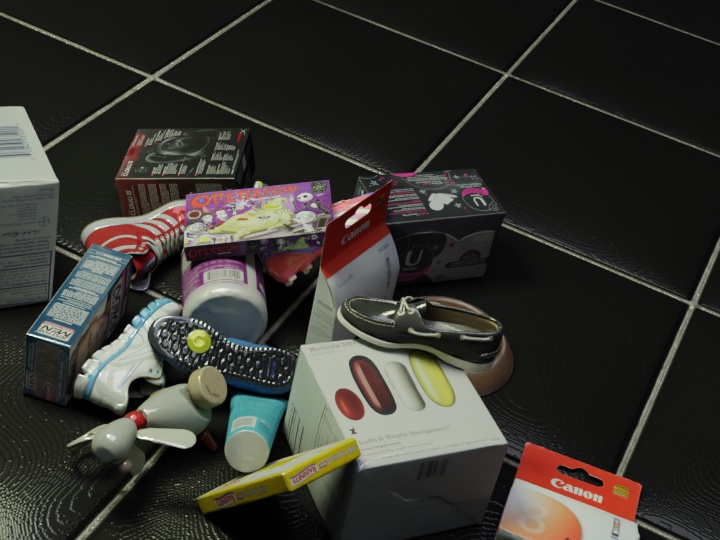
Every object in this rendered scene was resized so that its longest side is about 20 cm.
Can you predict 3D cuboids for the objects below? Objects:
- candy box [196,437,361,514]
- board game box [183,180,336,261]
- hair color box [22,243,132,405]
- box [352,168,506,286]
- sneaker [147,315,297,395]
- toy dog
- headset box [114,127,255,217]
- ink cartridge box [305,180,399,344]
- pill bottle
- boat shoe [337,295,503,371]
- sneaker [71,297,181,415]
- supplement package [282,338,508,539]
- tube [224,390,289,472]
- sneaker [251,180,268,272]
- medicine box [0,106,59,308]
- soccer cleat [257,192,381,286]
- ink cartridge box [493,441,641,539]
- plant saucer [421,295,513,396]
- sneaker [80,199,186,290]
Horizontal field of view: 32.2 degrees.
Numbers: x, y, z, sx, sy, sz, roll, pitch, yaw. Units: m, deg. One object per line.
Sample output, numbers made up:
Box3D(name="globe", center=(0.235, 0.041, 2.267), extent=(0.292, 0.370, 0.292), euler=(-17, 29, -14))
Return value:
Box3D(name="candy box", center=(-0.093, 0.228, 1.379), extent=(0.102, 0.200, 0.027), euler=(-24, 89, -38))
Box3D(name="board game box", center=(-0.135, -0.068, 1.668), extent=(0.199, 0.032, 0.120), euler=(-7, 35, -2))
Box3D(name="hair color box", center=(-0.354, 0.065, 1.572), extent=(0.060, 0.100, 0.200), euler=(17, 37, 4))
Box3D(name="box", center=(0.092, -0.060, 1.847), extent=(0.199, 0.133, 0.115), euler=(-5, 42, -24))
Box3D(name="sneaker", center=(-0.175, 0.114, 1.577), extent=(0.199, 0.078, 0.066), euler=(18, 71, -11))
Box3D(name="toy dog", center=(-0.228, 0.193, 1.452), extent=(0.200, 0.132, 0.097), euler=(-31, 93, -38))
Box3D(name="headset box", center=(-0.269, -0.146, 1.872), extent=(0.199, 0.078, 0.149), euler=(-1, 36, 6))
Box3D(name="ink cartridge box", center=(0.000, 0.000, 1.680), extent=(0.057, 0.201, 0.162), euler=(32, 40, 19))
Box3D(name="pill bottle", center=(-0.187, 0.009, 1.688), extent=(0.112, 0.113, 0.200), euler=(4, 37, -12))
Box3D(name="boat shoe", center=(0.072, 0.062, 1.488), extent=(0.199, 0.061, 0.074), euler=(19, 36, 4))
Box3D(name="sneaker", center=(-0.273, 0.114, 1.571), extent=(0.086, 0.075, 0.200), euler=(31, 44, 7))
Box3D(name="supplement package", center=(0.035, 0.196, 1.478), extent=(0.190, 0.148, 0.200), euler=(-6, 41, -24))
Box3D(name="tube", center=(-0.128, 0.181, 1.499), extent=(0.077, 0.051, 0.200), euler=(16, 13, -3))
Box3D(name="sneaker", center=(-0.131, -0.057, 1.842), extent=(0.081, 0.074, 0.201), euler=(15, 35, -24))
Box3D(name="medicine box", center=(-0.474, -0.083, 1.647), extent=(0.102, 0.201, 0.182), euler=(-7, 40, -28))
Box3D(name="soccer cleat", center=(-0.052, -0.059, 1.707), extent=(0.200, 0.067, 0.077), euler=(-38, 89, -18))
Box3D(name="ink cartridge box", center=(0.259, 0.286, 1.509), extent=(0.161, 0.050, 0.200), euler=(19, 40, 8))
Box3D(name="plant saucer", center=(0.119, 0.097, 1.731), extent=(0.199, 0.035, 0.201), euler=(8, 38, -7))
Box3D(name="sneaker", center=(-0.281, -0.035, 1.751), extent=(0.199, 0.072, 0.113), euler=(-15, 40, -21))
